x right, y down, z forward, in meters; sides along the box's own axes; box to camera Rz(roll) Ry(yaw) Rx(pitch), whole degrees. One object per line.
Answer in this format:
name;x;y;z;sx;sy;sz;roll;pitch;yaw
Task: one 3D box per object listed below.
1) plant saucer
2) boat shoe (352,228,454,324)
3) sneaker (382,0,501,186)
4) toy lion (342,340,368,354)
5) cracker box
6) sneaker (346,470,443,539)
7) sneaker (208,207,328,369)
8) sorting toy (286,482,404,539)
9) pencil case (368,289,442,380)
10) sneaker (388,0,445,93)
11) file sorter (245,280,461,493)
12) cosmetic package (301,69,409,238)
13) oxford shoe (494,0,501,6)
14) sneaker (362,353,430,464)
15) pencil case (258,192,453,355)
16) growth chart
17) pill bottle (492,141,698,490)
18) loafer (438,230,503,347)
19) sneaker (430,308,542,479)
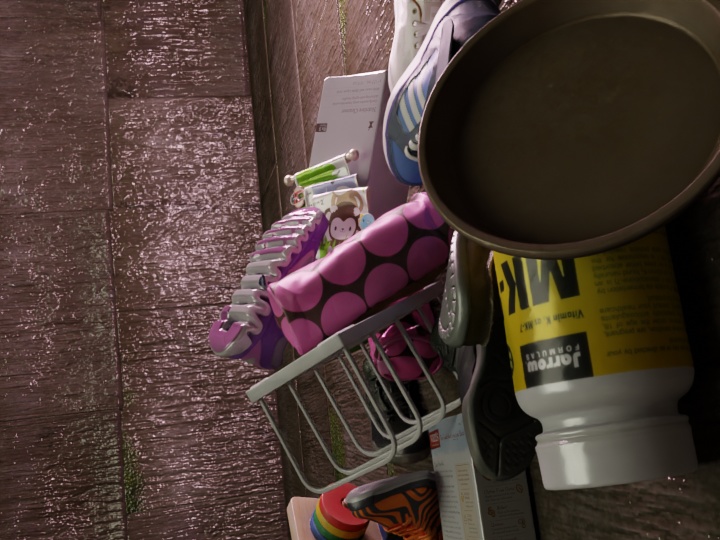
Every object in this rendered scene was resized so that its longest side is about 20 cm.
plant saucer;0.128;-0.091;0.495;0.029;0.198;0.203;44;-155;-49
boat shoe;0.023;-0.001;0.962;0.071;0.199;0.070;36;-156;-43
sneaker;0.078;-0.119;0.711;0.148;0.079;0.202;-100;25;-46
toy lion;-0.030;0.023;1.168;0.068;0.191;0.204;12;112;33
cracker box;0.122;0.244;0.834;0.134;0.056;0.204;129;135;-72
sneaker;0.063;0.279;0.908;0.077;0.198;0.114;-23;69;33
sneaker;-0.086;0.024;0.938;0.080;0.088;0.202;-1;56;53
sorting toy;0.026;0.345;1.013;0.201;0.195;0.070;-111;38;-53
pencil case;0.036;0.041;1.044;0.202;0.092;0.092;-107;13;-45
sneaker;0.067;-0.247;0.898;0.085;0.071;0.204;118;148;-71
file sorter;0.016;0.117;0.848;0.138;0.199;0.126;-34;83;35
cosmetic package;0.001;-0.129;1.026;0.112;0.080;0.204;4;82;44
oxford shoe;0.105;-0.317;0.762;0.071;0.070;0.204;56;-146;-80
sneaker;0.043;0.173;1.126;0.200;0.075;0.116;-113;16;-69
pencil case;0.000;0.000;0.855;0.092;0.198;0.094;60;174;5
growth chart;-0.034;-0.040;0.967;0.143;0.018;0.204;-22;64;40
pill bottle;0.148;0.031;0.539;0.114;0.112;0.204;128;136;-71
loafer;0.104;-0.004;0.640;0.201;0.068;0.077;-60;-21;-60
sneaker;0.114;0.090;0.765;0.115;0.075;0.203;113;154;-67
